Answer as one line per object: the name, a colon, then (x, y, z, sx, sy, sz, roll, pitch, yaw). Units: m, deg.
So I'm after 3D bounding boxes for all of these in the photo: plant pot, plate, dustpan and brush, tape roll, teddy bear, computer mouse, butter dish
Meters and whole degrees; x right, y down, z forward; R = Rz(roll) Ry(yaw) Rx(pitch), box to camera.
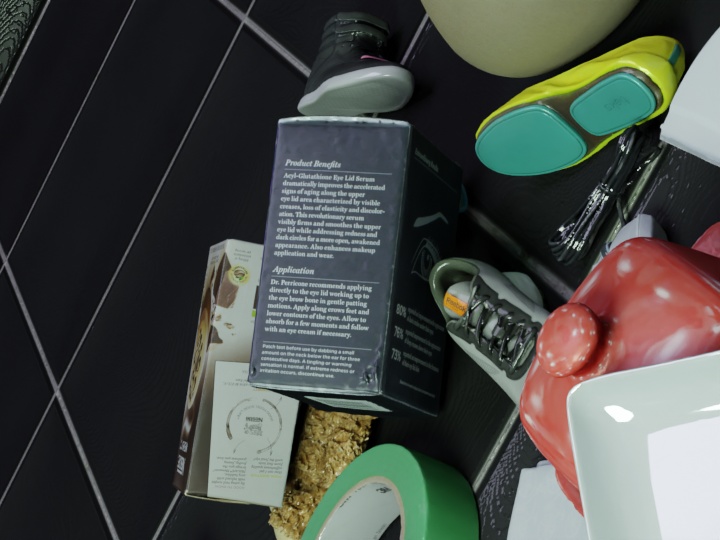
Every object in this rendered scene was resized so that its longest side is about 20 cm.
plant pot: (0.122, -0.224, 1.477, 0.200, 0.200, 0.134, -91, 9, -45)
plate: (0.208, 0.135, 0.985, 0.200, 0.032, 0.200, -17, 74, 33)
dustpan and brush: (0.280, -0.151, 1.222, 0.140, 0.057, 0.200, 35, 107, 55)
tape roll: (0.010, 0.227, 1.432, 0.200, 0.048, 0.200, -48, 29, 38)
teddy bear: (-0.022, 0.138, 1.580, 0.145, 0.067, 0.200, -148, 76, -76)
computer mouse: (0.173, -0.004, 1.306, 0.110, 0.044, 0.200, -52, 27, 28)
butter dish: (0.163, 0.062, 1.111, 0.200, 0.148, 0.199, -58, 30, 9)

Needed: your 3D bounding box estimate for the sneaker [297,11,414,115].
sneaker: (0.001, -0.197, 1.816, 0.200, 0.071, 0.099, -8, 66, 68)

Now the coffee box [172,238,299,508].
coffee box: (-0.091, 0.082, 1.559, 0.113, 0.080, 0.200, 167, 112, -79)

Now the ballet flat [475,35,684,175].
ballet flat: (0.163, -0.122, 1.431, 0.200, 0.067, 0.067, -23, 27, 54)

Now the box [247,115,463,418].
box: (0.000, 0.000, 1.447, 0.104, 0.148, 0.200, 3, 80, 19)

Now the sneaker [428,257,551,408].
sneaker: (0.101, 0.047, 1.370, 0.074, 0.079, 0.200, -60, 25, 9)

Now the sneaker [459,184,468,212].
sneaker: (0.024, -0.024, 1.613, 0.200, 0.130, 0.080, 85, -174, -46)

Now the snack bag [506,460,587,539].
snack bag: (0.141, 0.195, 1.216, 0.200, 0.021, 0.189, -21, 49, 59)
